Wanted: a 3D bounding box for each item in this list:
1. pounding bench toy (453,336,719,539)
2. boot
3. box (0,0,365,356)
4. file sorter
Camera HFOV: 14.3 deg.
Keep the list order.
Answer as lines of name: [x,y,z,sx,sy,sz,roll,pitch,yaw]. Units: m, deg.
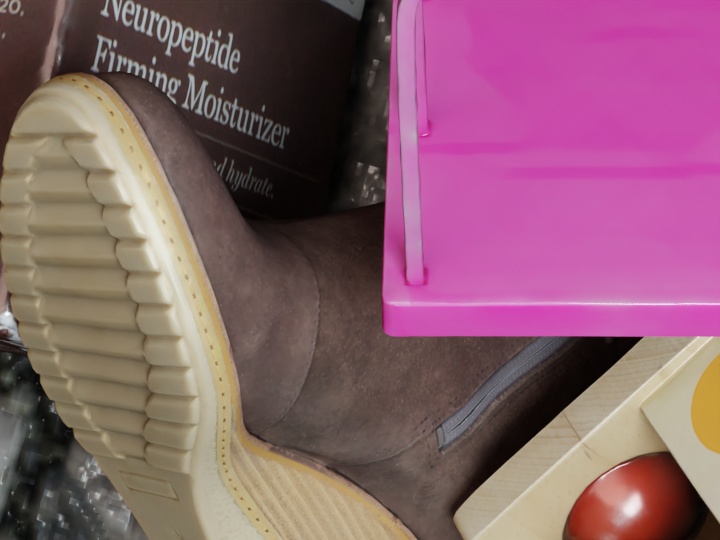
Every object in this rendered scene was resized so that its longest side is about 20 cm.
pounding bench toy: [0.145,0.104,0.736,0.124,0.200,0.156,-43,39,10]
boot: [0.000,0.000,0.741,0.072,0.201,0.166,15,46,43]
box: [-0.106,-0.079,0.819,0.163,0.166,0.201,9,86,26]
file sorter: [0.075,-0.101,0.681,0.138,0.126,0.201,0,51,3]
